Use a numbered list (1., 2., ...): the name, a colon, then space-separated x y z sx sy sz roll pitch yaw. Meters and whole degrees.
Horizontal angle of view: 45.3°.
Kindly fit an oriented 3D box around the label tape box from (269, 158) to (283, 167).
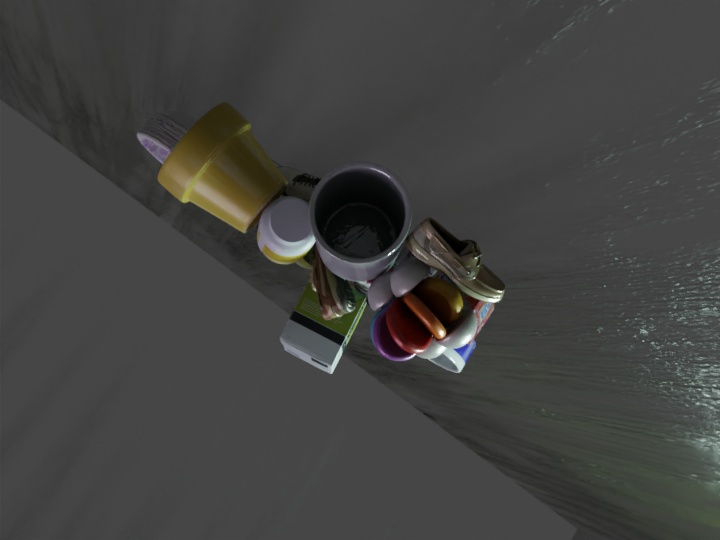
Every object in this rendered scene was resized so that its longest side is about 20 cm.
1. label tape box: -0.153 -0.158 1.817 0.199 0.063 0.144 33 169 12

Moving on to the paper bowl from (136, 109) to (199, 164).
1. paper bowl: -0.387 -0.275 1.910 0.200 0.105 0.201 33 168 8

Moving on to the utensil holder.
1. utensil holder: 0.000 -0.075 1.484 0.169 0.171 0.200 33 170 7

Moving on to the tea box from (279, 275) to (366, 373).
1. tea box: -0.077 0.108 1.926 0.133 0.198 0.200 27 168 3

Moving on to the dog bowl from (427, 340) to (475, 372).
1. dog bowl: 0.179 0.161 2.104 0.199 0.079 0.200 33 168 8

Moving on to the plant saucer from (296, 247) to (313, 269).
1. plant saucer: -0.156 -0.080 1.964 0.201 0.031 0.200 54 -167 -18

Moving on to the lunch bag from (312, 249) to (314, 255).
1. lunch bag: -0.005 -0.012 1.933 0.161 0.083 0.200 43 166 -29

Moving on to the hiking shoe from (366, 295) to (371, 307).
1. hiking shoe: 0.085 0.093 1.789 0.199 0.087 0.075 17 -155 -37

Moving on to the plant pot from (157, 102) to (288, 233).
1. plant pot: -0.247 -0.179 1.626 0.189 0.201 0.201 42 168 -2

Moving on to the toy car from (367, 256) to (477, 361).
1. toy car: 0.087 0.089 1.490 0.175 0.150 0.200 46 149 -7

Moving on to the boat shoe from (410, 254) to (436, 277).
1. boat shoe: 0.144 0.042 1.771 0.073 0.066 0.200 19 160 50

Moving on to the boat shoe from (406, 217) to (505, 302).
1. boat shoe: 0.172 -0.018 1.446 0.199 0.065 0.072 34 -150 -15

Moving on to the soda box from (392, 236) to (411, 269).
1. soda box: 0.007 -0.070 1.724 0.199 0.064 0.068 28 166 33

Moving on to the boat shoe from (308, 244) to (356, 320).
1. boat shoe: -0.070 0.011 1.707 0.076 0.074 0.201 39 -154 -44

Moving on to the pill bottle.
1. pill bottle: -0.137 -0.077 1.627 0.112 0.112 0.200 36 169 -4

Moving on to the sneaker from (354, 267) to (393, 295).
1. sneaker: 0.000 0.000 1.679 0.199 0.074 0.087 33 161 -10

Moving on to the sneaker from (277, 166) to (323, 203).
1. sneaker: -0.090 -0.160 1.670 0.199 0.074 0.080 27 151 18

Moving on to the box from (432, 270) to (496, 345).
1. box: 0.190 0.055 1.624 0.099 0.096 0.200 31 167 17

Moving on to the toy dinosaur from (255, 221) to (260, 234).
1. toy dinosaur: -0.191 -0.098 2.130 0.136 0.086 0.200 46 160 -15
